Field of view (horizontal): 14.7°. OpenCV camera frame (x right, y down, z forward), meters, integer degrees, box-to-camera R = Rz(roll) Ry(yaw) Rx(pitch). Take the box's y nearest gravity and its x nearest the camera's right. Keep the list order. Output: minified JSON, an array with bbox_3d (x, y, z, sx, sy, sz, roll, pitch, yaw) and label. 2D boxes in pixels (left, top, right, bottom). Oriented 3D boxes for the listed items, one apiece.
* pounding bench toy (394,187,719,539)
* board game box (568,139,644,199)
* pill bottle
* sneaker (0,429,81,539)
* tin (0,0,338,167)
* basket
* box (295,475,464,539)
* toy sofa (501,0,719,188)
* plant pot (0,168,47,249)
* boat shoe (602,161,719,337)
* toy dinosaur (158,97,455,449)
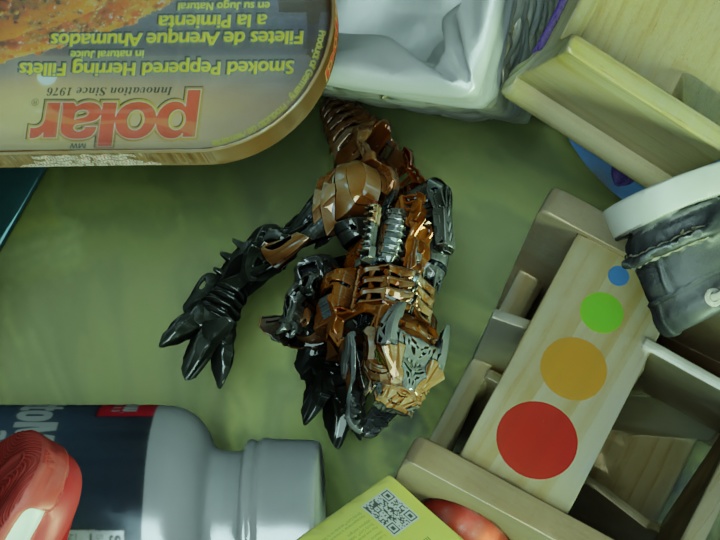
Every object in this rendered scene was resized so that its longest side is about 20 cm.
[{"bbox_3d":[0.122,0.097,1.165,0.199,0.124,0.156,28,65,4],"label":"pounding bench toy"},{"bbox_3d":[0.179,-0.110,1.243,0.158,0.039,0.200,43,96,25],"label":"board game box"},{"bbox_3d":[-0.116,0.117,1.202,0.199,0.120,0.120,0,85,2],"label":"pill bottle"},{"bbox_3d":[-0.123,0.154,1.124,0.115,0.079,0.200,19,127,-15],"label":"sneaker"},{"bbox_3d":[-0.107,-0.096,1.117,0.199,0.042,0.113,0,74,7],"label":"tin"},{"bbox_3d":[-0.011,-0.141,1.195,0.199,0.123,0.136,12,87,20],"label":"basket"},{"bbox_3d":[-0.028,0.176,1.133,0.050,0.075,0.201,40,130,16],"label":"box"},{"bbox_3d":[0.136,-0.137,1.152,0.083,0.098,0.201,31,73,-13],"label":"toy sofa"},{"bbox_3d":[-0.254,-0.068,1.216,0.199,0.141,0.142,29,87,7],"label":"plant pot"},{"bbox_3d":[0.188,-0.022,1.131,0.199,0.074,0.061,-15,83,-36],"label":"boat shoe"},{"bbox_3d":[0.000,0.000,1.193,0.102,0.200,0.136,38,122,-8],"label":"toy dinosaur"}]
